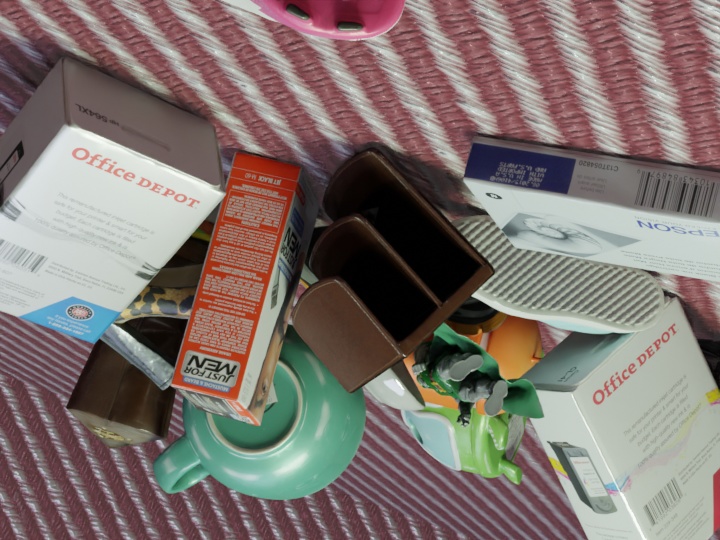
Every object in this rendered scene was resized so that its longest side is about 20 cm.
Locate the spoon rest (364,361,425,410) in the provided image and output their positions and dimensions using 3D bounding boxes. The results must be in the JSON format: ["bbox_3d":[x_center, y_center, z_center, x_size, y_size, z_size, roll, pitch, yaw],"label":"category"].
[{"bbox_3d":[-0.001,0.046,1.763,0.200,0.061,0.099,51,-176,29],"label":"spoon rest"}]

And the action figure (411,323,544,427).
[{"bbox_3d":[0.082,0.091,1.695,0.118,0.055,0.200,47,171,-5],"label":"action figure"}]

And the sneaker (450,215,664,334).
[{"bbox_3d":[0.144,0.013,1.618,0.199,0.074,0.082,21,165,-14],"label":"sneaker"}]

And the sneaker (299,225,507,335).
[{"bbox_3d":[0.033,-0.007,1.701,0.199,0.079,0.077,11,152,11],"label":"sneaker"}]

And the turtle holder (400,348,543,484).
[{"bbox_3d":[0.107,0.132,2.034,0.131,0.142,0.185,12,168,23],"label":"turtle holder"}]

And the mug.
[{"bbox_3d":[-0.087,0.135,1.729,0.151,0.186,0.114,27,177,14],"label":"mug"}]

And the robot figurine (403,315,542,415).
[{"bbox_3d":[0.083,0.069,1.848,0.199,0.117,0.145,14,124,10],"label":"robot figurine"}]

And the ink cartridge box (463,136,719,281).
[{"bbox_3d":[0.194,-0.031,1.431,0.198,0.041,0.200,10,167,25],"label":"ink cartridge box"}]

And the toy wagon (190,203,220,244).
[{"bbox_3d":[-0.153,-0.048,1.806,0.154,0.040,0.200,10,167,25],"label":"toy wagon"}]

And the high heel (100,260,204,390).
[{"bbox_3d":[-0.163,-0.011,1.722,0.142,0.200,0.071,41,-176,-12],"label":"high heel"}]

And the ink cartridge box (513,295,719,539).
[{"bbox_3d":[0.239,0.141,1.695,0.085,0.147,0.201,-2,120,55],"label":"ink cartridge box"}]

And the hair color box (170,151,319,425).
[{"bbox_3d":[-0.093,0.017,1.636,0.064,0.201,0.111,14,168,10],"label":"hair color box"}]

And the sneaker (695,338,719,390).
[{"bbox_3d":[0.338,0.096,1.724,0.113,0.076,0.200,10,169,14],"label":"sneaker"}]

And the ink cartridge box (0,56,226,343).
[{"bbox_3d":[-0.219,-0.051,1.543,0.145,0.085,0.200,23,127,-31],"label":"ink cartridge box"}]

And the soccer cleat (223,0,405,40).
[{"bbox_3d":[-0.070,-0.181,1.079,0.199,0.070,0.086,20,-177,-7],"label":"soccer cleat"}]

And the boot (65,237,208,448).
[{"bbox_3d":[-0.240,0.052,1.794,0.185,0.201,0.064,13,167,12],"label":"boot"}]

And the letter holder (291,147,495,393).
[{"bbox_3d":[0.000,0.000,1.558,0.142,0.101,0.200,48,163,0],"label":"letter holder"}]
